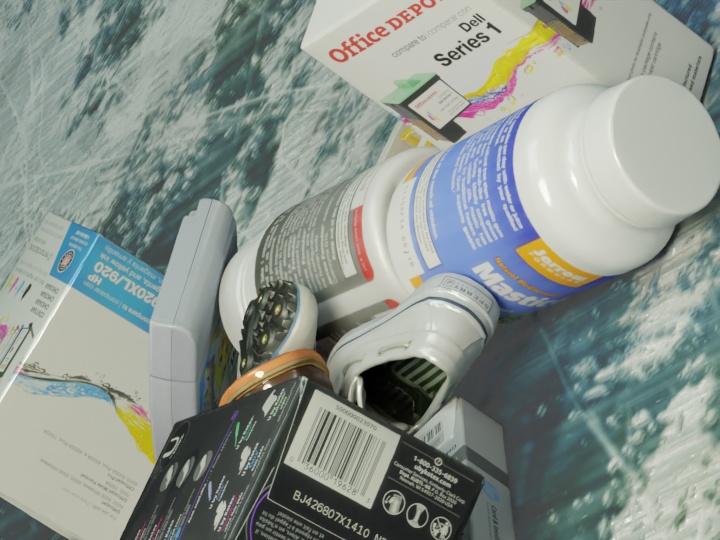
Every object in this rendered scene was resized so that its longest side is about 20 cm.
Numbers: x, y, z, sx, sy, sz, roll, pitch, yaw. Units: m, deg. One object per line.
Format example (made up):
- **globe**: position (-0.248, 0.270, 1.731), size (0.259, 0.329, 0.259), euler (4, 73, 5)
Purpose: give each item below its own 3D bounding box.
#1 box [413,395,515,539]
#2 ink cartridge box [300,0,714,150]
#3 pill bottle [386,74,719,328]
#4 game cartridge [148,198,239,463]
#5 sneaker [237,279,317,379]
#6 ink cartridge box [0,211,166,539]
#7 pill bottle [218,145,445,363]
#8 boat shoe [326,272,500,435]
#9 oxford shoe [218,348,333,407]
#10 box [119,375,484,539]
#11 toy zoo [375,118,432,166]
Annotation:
- **box**: position (0.024, 0.186, 1.533), size (0.156, 0.041, 0.200), euler (-46, 23, 24)
- **ink cartridge box**: position (0.087, -0.134, 1.629), size (0.145, 0.200, 0.084), euler (-28, 34, 50)
- **pill bottle**: position (0.113, -0.041, 1.565), size (0.200, 0.112, 0.112), euler (-26, 37, 52)
- **game cartridge**: position (-0.111, 0.064, 1.852), size (0.200, 0.040, 0.133), euler (89, -165, -51)
- **sneaker**: position (-0.048, 0.073, 1.717), size (0.200, 0.072, 0.072), euler (109, 170, -53)
- **ink cartridge box**: position (-0.209, 0.084, 2.016), size (0.200, 0.145, 0.147), euler (-59, 23, -4)
- **pill bottle**: position (0.000, 0.000, 1.740), size (0.200, 0.114, 0.114), euler (-23, 39, 53)
- **boat shoe**: position (0.015, 0.068, 1.620), size (0.067, 0.073, 0.200), euler (-58, 1, -33)
- **oxford shoe**: position (-0.035, 0.108, 1.624), size (0.071, 0.200, 0.073), euler (-27, 66, -7)
- **box**: position (-0.039, 0.141, 1.484), size (0.200, 0.122, 0.106), euler (-23, 39, 64)
- **toy zoo**: position (0.066, -0.113, 1.881), size (0.131, 0.020, 0.200), euler (-9, 52, 61)
